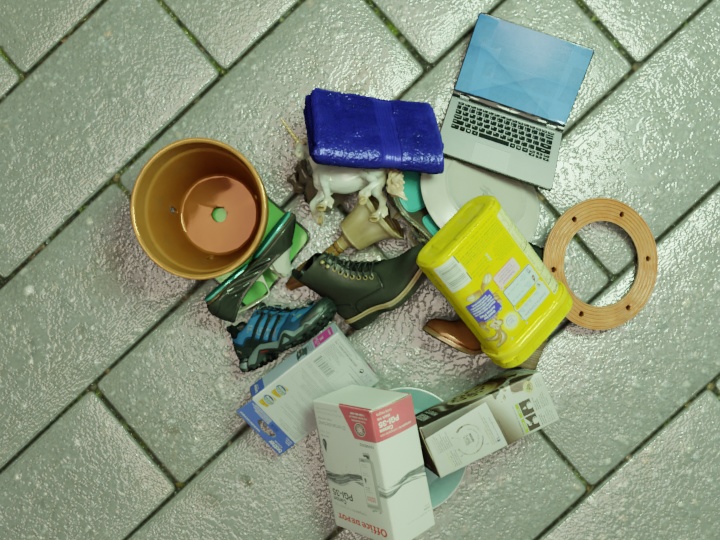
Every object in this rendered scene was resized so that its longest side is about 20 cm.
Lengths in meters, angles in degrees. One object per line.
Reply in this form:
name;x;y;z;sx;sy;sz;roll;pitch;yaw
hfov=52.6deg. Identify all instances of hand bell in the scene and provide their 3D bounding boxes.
hand bell;-0.040;-0.034;1.140;0.199;0.104;0.105;-37;89;14

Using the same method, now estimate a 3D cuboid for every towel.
towel;0.020;-0.205;1.056;0.197;0.050;0.149;1;47;-15

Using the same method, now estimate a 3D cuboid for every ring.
ring;0.367;-0.010;1.121;0.198;0.019;0.203;-1;93;-13

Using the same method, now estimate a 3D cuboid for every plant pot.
plant pot;-0.228;-0.090;1.103;0.197;0.140;0.203;0;91;2

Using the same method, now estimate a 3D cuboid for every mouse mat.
mouse mat;-0.200;-0.058;1.175;0.200;0.008;0.161;40;92;1

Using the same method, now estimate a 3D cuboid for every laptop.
laptop;0.231;-0.254;1.096;0.185;0.116;0.201;18;56;3

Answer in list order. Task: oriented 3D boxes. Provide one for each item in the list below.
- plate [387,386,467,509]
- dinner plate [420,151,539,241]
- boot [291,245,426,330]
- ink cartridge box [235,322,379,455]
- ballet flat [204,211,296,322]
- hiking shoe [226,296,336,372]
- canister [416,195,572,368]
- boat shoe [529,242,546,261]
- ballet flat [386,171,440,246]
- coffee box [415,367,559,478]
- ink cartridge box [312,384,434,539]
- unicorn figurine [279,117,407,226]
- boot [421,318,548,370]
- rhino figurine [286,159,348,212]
plate;0.072;0.285;1.157;0.197;0.026;0.203;0;90;3
dinner plate;0.186;-0.118;1.098;0.198;0.024;0.202;7;64;-15
boot;0.000;0.000;1.074;0.138;0.078;0.200;36;126;-17
ink cartridge box;-0.083;0.186;1.132;0.199;0.042;0.120;-38;119;0
ballet flat;-0.156;0.000;1.138;0.068;0.068;0.200;44;86;-15
hiking shoe;-0.128;0.082;1.117;0.199;0.074;0.087;-32;82;24
canister;0.188;0.014;1.020;0.149;0.086;0.200;-45;111;-10
boat shoe;0.202;-0.065;1.123;0.200;0.074;0.064;27;100;6
ballet flat;0.086;-0.077;1.100;0.067;0.075;0.201;-23;74;-36
coffee box;0.176;0.222;1.088;0.198;0.113;0.081;-23;89;-11
ink cartridge box;0.018;0.279;1.060;0.082;0.146;0.203;-15;97;-38
unicorn figurine;-0.031;-0.135;1.065;0.197;0.074;0.139;8;53;-4
boot;0.204;0.056;1.122;0.198;0.077;0.157;14;92;0
rhino figurine;-0.016;-0.170;1.138;0.199;0.060;0.088;-37;83;4
